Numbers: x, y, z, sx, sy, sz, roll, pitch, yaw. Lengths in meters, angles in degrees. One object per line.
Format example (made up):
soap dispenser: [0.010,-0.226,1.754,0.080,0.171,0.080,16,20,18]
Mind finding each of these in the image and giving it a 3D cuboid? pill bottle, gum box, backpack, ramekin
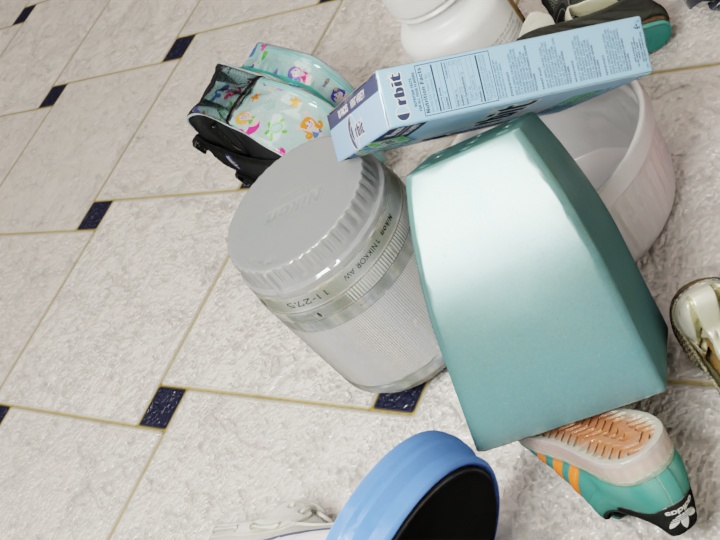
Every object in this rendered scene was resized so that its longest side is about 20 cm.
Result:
pill bottle: [0.105,-0.231,1.122,0.114,0.200,0.115,-25,40,24]
gum box: [0.089,-0.133,0.856,0.199,0.045,0.170,-13,1,-13]
backpack: [-0.067,-0.147,1.234,0.151,0.177,0.200,-54,41,-4]
ramekin: [0.174,-0.074,0.984,0.199,0.105,0.201,-26,40,24]

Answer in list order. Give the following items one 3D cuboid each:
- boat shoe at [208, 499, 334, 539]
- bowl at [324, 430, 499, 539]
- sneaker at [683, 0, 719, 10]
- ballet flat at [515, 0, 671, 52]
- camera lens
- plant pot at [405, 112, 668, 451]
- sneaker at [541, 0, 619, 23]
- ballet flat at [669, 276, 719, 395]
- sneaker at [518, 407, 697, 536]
boat shoe: [-0.058,0.225,0.959,0.199,0.071,0.070,-22,44,38]
bowl: [0.032,0.210,0.780,0.039,0.201,0.201,22,71,31]
sneaker: [0.354,-0.292,1.041,0.199,0.079,0.130,17,70,51]
ballet flat: [0.198,-0.216,1.079,0.199,0.068,0.069,-19,58,-18]
camera lens: [0.000,0.000,1.002,0.159,0.200,0.161,-26,40,24]
plant pot: [0.119,-0.002,0.830,0.141,0.201,0.141,-22,9,20]
sneaker: [0.247,-0.331,1.185,0.114,0.076,0.200,13,70,42]
ballet flat: [0.264,0.054,0.798,0.068,0.075,0.200,-36,37,14]
sneaker: [0.170,0.137,0.820,0.071,0.080,0.200,-33,13,-9]
